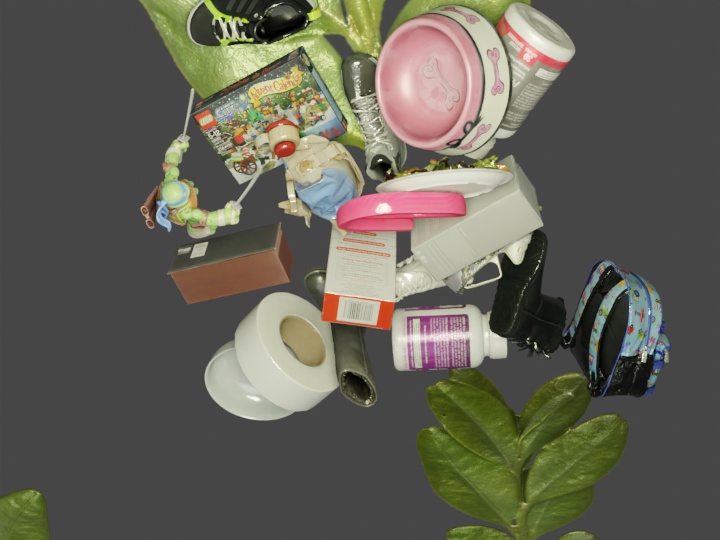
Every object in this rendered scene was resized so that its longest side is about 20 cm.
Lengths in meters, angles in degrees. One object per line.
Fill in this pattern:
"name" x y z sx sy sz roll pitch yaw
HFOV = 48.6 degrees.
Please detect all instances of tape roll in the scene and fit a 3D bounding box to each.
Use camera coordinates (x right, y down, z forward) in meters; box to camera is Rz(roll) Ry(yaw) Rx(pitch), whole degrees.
"tape roll" -0.119 0.141 1.389 0.201 0.204 0.071 35 122 -22

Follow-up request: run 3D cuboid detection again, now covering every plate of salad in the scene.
"plate of salad" 0.119 -0.134 1.143 0.197 0.200 0.049 -5 87 7

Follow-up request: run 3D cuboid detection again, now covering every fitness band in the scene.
"fitness band" 0.060 -0.087 1.168 0.197 0.038 0.143 -3 173 -26

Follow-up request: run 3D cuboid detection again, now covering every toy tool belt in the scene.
"toy tool belt" -0.067 -0.129 1.178 0.123 0.125 0.200 -21 158 18

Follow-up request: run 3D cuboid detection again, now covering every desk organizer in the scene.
"desk organizer" -0.218 -0.010 1.361 0.197 0.072 0.078 -12 129 13

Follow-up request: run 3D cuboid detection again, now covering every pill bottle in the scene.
"pill bottle" 0.157 0.118 1.409 0.197 0.113 0.113 -3 128 7
"pill bottle" 0.197 -0.258 1.113 0.110 0.111 0.201 25 126 -15

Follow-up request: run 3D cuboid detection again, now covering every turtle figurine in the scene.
"turtle figurine" -0.235 -0.128 1.210 0.142 0.202 0.194 25 168 -7

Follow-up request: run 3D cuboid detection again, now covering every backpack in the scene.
"backpack" 0.437 0.090 1.337 0.132 0.183 0.203 3 117 -10

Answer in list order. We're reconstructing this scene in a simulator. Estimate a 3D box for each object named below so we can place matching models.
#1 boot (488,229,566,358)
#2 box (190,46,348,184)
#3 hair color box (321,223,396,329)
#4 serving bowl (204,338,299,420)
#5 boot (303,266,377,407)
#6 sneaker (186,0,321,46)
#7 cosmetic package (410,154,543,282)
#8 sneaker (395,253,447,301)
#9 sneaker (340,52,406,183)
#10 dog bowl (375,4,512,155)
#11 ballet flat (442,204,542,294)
"boot" 0.300 0.045 1.354 0.073 0.201 0.161 14 174 46
"box" -0.137 -0.229 1.203 0.198 0.038 0.137 -23 124 20
"hair color box" 0.000 0.000 1.270 0.109 0.201 0.065 8 130 -2
"serving bowl" -0.193 0.195 1.522 0.197 0.066 0.202 2 128 3
"boot" -0.035 0.111 1.359 0.072 0.201 0.182 -30 121 24
"sneaker" -0.150 -0.344 1.086 0.197 0.083 0.072 -10 127 11
"cosmetic package" 0.179 -0.081 1.257 0.198 0.108 0.090 -25 123 24
"sneaker" 0.073 0.021 1.360 0.197 0.082 0.076 -8 126 8
"sneaker" 0.024 -0.208 1.160 0.074 0.116 0.201 -15 126 15
"dog bowl" 0.102 -0.252 1.074 0.198 0.073 0.203 15 112 40
"ballet flat" 0.224 -0.027 1.298 0.199 0.072 0.072 -36 119 12
